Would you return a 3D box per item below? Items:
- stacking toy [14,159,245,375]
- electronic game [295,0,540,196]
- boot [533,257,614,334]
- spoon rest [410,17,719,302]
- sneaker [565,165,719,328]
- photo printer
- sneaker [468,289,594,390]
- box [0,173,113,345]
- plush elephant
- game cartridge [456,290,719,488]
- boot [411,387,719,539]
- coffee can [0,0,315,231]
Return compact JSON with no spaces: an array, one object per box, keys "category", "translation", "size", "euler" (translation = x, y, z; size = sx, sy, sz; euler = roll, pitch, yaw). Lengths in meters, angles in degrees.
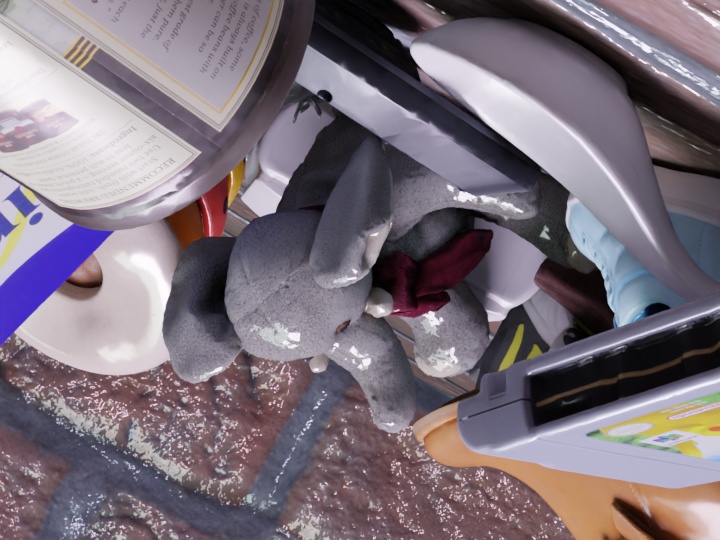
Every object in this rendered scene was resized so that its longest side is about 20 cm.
[{"category":"stacking toy","translation":[-0.105,-0.057,1.360],"size":[0.146,0.200,0.147],"euler":[20,136,21]},{"category":"electronic game","translation":[-0.009,-0.092,1.113],"size":[0.200,0.042,0.200],"euler":[33,-177,-2]},{"category":"boot","translation":[0.153,0.047,1.317],"size":[0.166,0.073,0.200],"euler":[31,-168,18]},{"category":"spoon rest","translation":[0.105,-0.034,0.998],"size":[0.199,0.061,0.099],"euler":[28,175,-2]},{"category":"sneaker","translation":[0.125,0.003,1.126],"size":[0.074,0.082,0.200],"euler":[31,174,-14]},{"category":"photo printer","translation":[0.015,-0.032,1.455],"size":[0.166,0.070,0.200],"euler":[29,175,-3]},{"category":"sneaker","translation":[0.105,0.071,1.391],"size":[0.074,0.085,0.200],"euler":[35,-166,-13]},{"category":"box","translation":[-0.174,-0.088,1.161],"size":[0.105,0.184,0.200],"euler":[50,-172,32]},{"category":"plush elephant","translation":[0.000,0.000,1.250],"size":[0.200,0.155,0.165],"euler":[42,139,-16]},{"category":"game cartridge","translation":[0.151,0.043,0.999],"size":[0.133,0.041,0.200],"euler":[8,159,-42]},{"category":"boot","translation":[0.117,0.117,1.221],"size":[0.199,0.156,0.077],"euler":[-14,-177,38]},{"category":"coffee can","translation":[-0.132,-0.122,0.947],"size":[0.146,0.147,0.200],"euler":[24,172,45]}]
